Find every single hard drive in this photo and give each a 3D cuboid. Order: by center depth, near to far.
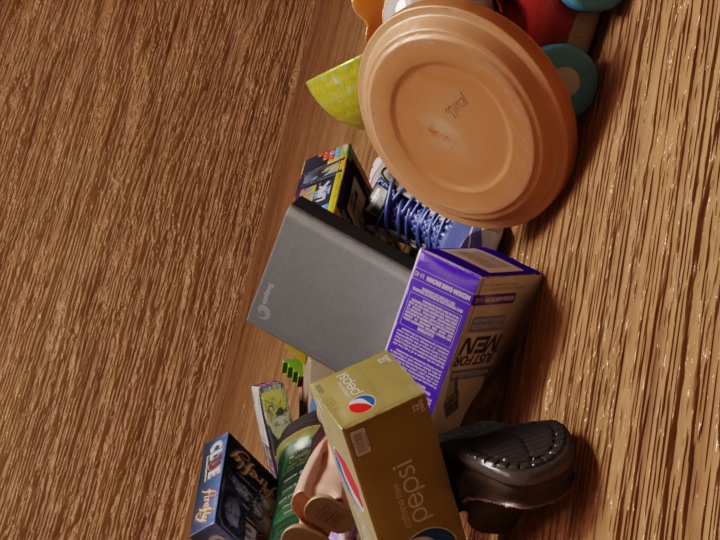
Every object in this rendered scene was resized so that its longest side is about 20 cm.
[{"bbox_3d":[0.006,0.037,1.274,0.033,0.200,0.140,-49,-15,-53],"label":"hard drive"}]

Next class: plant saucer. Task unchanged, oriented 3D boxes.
[{"bbox_3d":[0.080,-0.121,1.147,0.032,0.200,0.200,-42,-14,-41],"label":"plant saucer"}]

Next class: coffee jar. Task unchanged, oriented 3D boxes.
[{"bbox_3d":[-0.040,0.240,1.468,0.085,0.104,0.200,-30,29,19],"label":"coffee jar"}]

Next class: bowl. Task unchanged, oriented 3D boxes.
[{"bbox_3d":[0.047,-0.213,1.649,0.108,0.200,0.200,65,173,-7],"label":"bowl"}]

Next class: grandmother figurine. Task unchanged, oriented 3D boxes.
[{"bbox_3d":[-0.024,0.160,1.261,0.121,0.061,0.200,-44,18,25],"label":"grandmother figurine"}]

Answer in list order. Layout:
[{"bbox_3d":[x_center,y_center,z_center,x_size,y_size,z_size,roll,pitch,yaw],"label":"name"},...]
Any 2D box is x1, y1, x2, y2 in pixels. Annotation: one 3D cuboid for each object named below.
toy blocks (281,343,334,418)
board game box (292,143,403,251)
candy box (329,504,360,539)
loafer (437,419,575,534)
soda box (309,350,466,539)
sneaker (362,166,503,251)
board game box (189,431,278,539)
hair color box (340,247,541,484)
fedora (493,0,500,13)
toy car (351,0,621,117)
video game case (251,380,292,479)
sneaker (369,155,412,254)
[{"bbox_3d":[-0.042,0.164,1.683,0.200,0.100,0.137,102,169,-54],"label":"toy blocks"},{"bbox_3d":[0.000,0.000,1.395,0.200,0.057,0.165,63,-161,-24],"label":"board game box"},{"bbox_3d":[-0.001,0.281,1.283,0.168,0.071,0.200,-158,85,-80],"label":"candy box"},{"bbox_3d":[0.103,0.145,0.984,0.200,0.073,0.071,166,87,-79],"label":"loafer"},{"bbox_3d":[0.028,0.162,1.008,0.068,0.064,0.200,-132,23,-57],"label":"soda box"},{"bbox_3d":[0.061,-0.040,1.332,0.199,0.115,0.081,-106,33,-72],"label":"sneaker"},{"bbox_3d":[-0.092,0.279,1.467,0.035,0.200,0.136,-31,29,21],"label":"board game box"},{"bbox_3d":[0.065,0.084,1.119,0.109,0.065,0.200,-3,-64,-57],"label":"hair color box"},{"bbox_3d":[0.123,-0.271,1.429,0.201,0.091,0.201,-163,90,-80],"label":"fedora"},{"bbox_3d":[0.095,-0.222,1.189,0.184,0.200,0.177,-132,59,-78],"label":"toy car"},{"bbox_3d":[-0.094,0.224,1.714,0.200,0.036,0.182,142,116,-82],"label":"video game case"},{"bbox_3d":[0.032,-0.061,1.631,0.088,0.081,0.200,132,152,-72],"label":"sneaker"}]
